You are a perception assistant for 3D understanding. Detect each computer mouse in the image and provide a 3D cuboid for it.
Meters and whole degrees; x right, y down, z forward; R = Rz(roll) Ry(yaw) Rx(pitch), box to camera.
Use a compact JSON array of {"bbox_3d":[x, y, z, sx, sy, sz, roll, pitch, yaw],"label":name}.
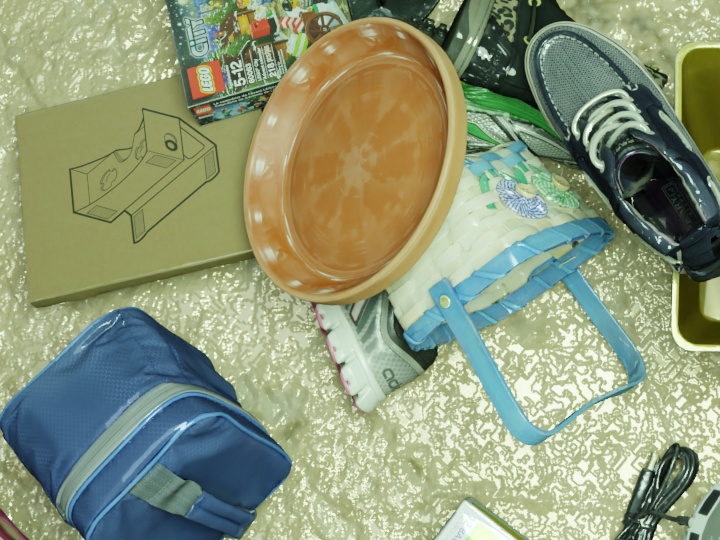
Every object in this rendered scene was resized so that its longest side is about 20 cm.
[{"bbox_3d":[0.254,0.186,1.050,0.044,0.200,0.110,31,80,-29],"label":"computer mouse"}]

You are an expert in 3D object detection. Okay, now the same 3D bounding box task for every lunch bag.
[{"bbox_3d":[-0.140,0.134,1.086,0.136,0.200,0.132,-44,62,2],"label":"lunch bag"}]

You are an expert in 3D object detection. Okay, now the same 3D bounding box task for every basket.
[{"bbox_3d":[0.107,0.015,1.073,0.139,0.176,0.201,-35,81,34],"label":"basket"}]

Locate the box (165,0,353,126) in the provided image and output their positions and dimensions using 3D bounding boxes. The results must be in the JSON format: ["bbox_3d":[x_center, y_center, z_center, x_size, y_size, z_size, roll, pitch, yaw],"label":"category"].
[{"bbox_3d":[-0.083,-0.224,1.180,0.136,0.038,0.201,-15,70,4],"label":"box"}]

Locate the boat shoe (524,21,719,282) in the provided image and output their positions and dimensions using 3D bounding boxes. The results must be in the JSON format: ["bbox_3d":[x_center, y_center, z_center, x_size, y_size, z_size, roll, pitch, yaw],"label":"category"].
[{"bbox_3d":[0.164,-0.086,0.954,0.075,0.093,0.200,-41,70,12],"label":"boat shoe"}]

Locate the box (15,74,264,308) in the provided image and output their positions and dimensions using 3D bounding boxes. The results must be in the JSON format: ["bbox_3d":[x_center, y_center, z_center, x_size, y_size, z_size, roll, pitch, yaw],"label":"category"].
[{"bbox_3d":[-0.164,-0.069,1.175,0.198,0.021,0.165,-13,67,7],"label":"box"}]

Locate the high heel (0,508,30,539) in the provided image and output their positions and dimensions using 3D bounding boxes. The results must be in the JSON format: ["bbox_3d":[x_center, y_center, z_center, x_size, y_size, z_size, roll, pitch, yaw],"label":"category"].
[{"bbox_3d":[-0.276,0.216,1.136,0.067,0.096,0.200,-42,80,0],"label":"high heel"}]

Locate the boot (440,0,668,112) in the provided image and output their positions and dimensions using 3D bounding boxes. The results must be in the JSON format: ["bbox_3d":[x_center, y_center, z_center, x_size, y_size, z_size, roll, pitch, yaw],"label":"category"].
[{"bbox_3d":[0.147,-0.165,1.110,0.153,0.204,0.074,29,128,1],"label":"boot"}]

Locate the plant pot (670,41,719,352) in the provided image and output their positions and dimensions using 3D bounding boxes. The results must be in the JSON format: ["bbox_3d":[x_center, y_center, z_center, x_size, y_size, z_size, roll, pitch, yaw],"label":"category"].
[{"bbox_3d":[0.308,-0.035,1.059,0.198,0.176,0.202,1,83,6],"label":"plant pot"}]

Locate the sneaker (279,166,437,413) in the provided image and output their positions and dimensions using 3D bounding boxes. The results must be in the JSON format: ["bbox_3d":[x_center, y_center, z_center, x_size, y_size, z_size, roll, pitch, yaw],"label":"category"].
[{"bbox_3d":[0.000,0.000,1.146,0.087,0.074,0.201,-21,80,-2],"label":"sneaker"}]

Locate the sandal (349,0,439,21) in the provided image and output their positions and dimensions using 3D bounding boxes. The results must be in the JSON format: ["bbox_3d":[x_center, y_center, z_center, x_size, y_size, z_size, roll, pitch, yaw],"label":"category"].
[{"bbox_3d":[0.058,-0.257,1.181,0.200,0.048,0.075,-43,80,-1],"label":"sandal"}]

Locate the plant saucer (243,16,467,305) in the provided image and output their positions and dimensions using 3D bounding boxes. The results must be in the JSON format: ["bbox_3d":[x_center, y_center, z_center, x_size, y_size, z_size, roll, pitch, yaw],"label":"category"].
[{"bbox_3d":[-0.003,-0.074,1.058,0.199,0.032,0.202,-17,64,40],"label":"plant saucer"}]

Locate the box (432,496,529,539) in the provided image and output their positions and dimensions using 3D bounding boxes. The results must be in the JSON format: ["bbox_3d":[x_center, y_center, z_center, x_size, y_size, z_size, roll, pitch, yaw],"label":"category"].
[{"bbox_3d":[0.122,0.264,1.081,0.200,0.101,0.113,38,89,10],"label":"box"}]

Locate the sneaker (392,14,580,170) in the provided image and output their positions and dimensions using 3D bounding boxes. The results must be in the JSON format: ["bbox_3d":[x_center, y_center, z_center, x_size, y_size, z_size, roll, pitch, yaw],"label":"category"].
[{"bbox_3d":[0.099,-0.119,1.157,0.199,0.078,0.086,23,122,2],"label":"sneaker"}]
